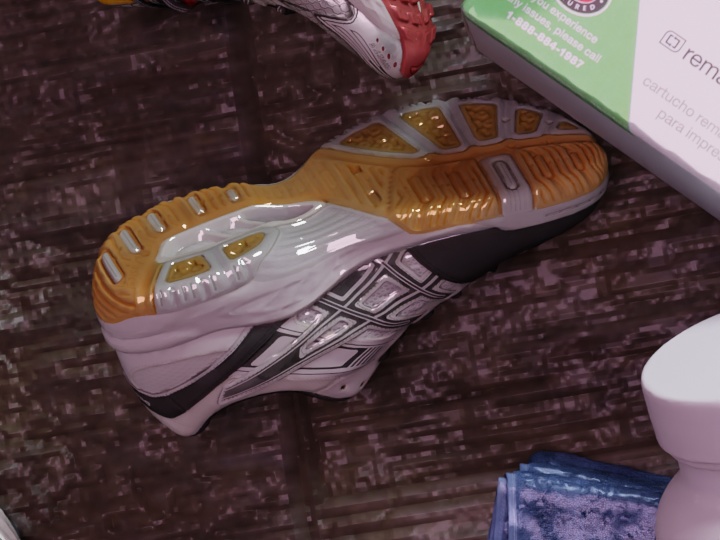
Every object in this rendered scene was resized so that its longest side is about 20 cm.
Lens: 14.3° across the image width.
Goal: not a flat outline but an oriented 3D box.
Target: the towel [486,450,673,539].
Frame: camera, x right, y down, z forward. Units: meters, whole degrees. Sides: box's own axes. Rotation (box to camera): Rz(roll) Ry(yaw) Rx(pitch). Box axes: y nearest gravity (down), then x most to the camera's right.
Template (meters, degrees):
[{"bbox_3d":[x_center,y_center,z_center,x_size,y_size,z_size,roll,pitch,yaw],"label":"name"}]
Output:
[{"bbox_3d":[0.091,0.174,1.066,0.111,0.049,0.201,10,91,10],"label":"towel"}]

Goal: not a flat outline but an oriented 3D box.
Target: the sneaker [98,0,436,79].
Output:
[{"bbox_3d":[-0.057,-0.126,1.093,0.200,0.078,0.082,33,99,19],"label":"sneaker"}]

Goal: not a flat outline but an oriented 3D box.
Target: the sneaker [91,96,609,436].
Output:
[{"bbox_3d":[0.000,0.000,1.083,0.199,0.076,0.088,-17,126,-4],"label":"sneaker"}]

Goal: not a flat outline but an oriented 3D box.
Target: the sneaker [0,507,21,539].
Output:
[{"bbox_3d":[-0.217,0.093,1.108,0.200,0.086,0.078,33,96,10],"label":"sneaker"}]

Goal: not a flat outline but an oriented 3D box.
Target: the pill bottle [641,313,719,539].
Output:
[{"bbox_3d":[0.168,0.115,0.990,0.115,0.116,0.201,-14,106,11],"label":"pill bottle"}]

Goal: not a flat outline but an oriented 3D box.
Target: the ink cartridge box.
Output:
[{"bbox_3d":[0.151,-0.128,1.031,0.146,0.084,0.200,35,89,9],"label":"ink cartridge box"}]
